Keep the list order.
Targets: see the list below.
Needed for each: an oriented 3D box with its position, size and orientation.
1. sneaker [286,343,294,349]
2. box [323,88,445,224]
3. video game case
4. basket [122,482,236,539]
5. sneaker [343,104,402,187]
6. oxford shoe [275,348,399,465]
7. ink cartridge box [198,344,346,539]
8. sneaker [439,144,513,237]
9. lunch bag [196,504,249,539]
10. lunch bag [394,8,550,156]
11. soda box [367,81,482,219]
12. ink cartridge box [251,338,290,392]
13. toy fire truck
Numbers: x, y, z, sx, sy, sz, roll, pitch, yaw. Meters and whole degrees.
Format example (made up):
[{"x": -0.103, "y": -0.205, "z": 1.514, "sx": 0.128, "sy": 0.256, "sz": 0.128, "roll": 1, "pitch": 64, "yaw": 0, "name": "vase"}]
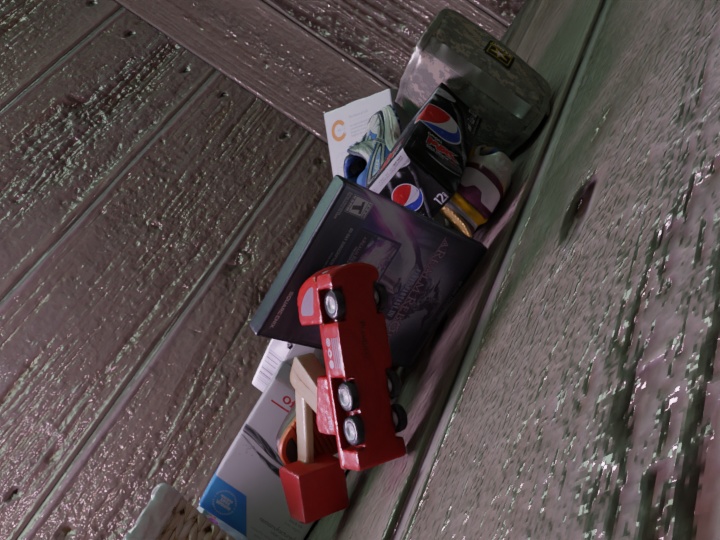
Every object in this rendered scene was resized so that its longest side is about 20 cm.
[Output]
[{"x": -0.044, "y": 0.028, "z": 0.831, "sx": 0.112, "sy": 0.075, "sz": 0.205, "roll": -9, "pitch": 76, "yaw": 39, "name": "sneaker"}, {"x": 0.035, "y": -0.137, "z": 1.002, "sx": 0.122, "sy": 0.206, "sz": 0.096, "roll": -10, "pitch": -2, "yaw": 37, "name": "box"}, {"x": 0.015, "y": 0.012, "z": 0.619, "sx": 0.145, "sy": 0.197, "sz": 0.019, "roll": -58, "pitch": 45, "yaw": 14, "name": "video game case"}, {"x": -0.186, "y": 0.346, "z": 0.633, "sx": 0.201, "sy": 0.159, "sz": 0.200, "roll": -57, "pitch": 2, "yaw": 43, "name": "basket"}, {"x": 0.016, "y": -0.139, "z": 0.848, "sx": 0.083, "sy": 0.079, "sz": 0.201, "roll": -15, "pitch": 28, "yaw": 2, "name": "sneaker"}, {"x": -0.025, "y": 0.112, "z": 0.695, "sx": 0.071, "sy": 0.072, "sz": 0.200, "roll": 4, "pitch": 36, "yaw": 40, "name": "oxford shoe"}, {"x": -0.068, "y": 0.181, "z": 0.739, "sx": 0.203, "sy": 0.114, "sz": 0.068, "roll": -59, "pitch": 2, "yaw": 7, "name": "ink cartridge box"}, {"x": 0.124, "y": -0.091, "z": 0.777, "sx": 0.090, "sy": 0.075, "sz": 0.200, "roll": -46, "pitch": 8, "yaw": 7, "name": "sneaker"}, {"x": -0.180, "y": 0.360, "z": 0.871, "sx": 0.173, "sy": 0.120, "sz": 0.200, "roll": -59, "pitch": 8, "yaw": 8, "name": "lunch bag"}, {"x": 0.134, "y": -0.215, "z": 0.841, "sx": 0.119, "sy": 0.162, "sz": 0.200, "roll": -54, "pitch": 2, "yaw": 3, "name": "lunch bag"}, {"x": 0.067, "y": -0.115, "z": 0.700, "sx": 0.071, "sy": 0.063, "sz": 0.201, "roll": -47, "pitch": 9, "yaw": 33, "name": "soda box"}, {"x": -0.069, "y": 0.064, "z": 1.053, "sx": 0.203, "sy": 0.040, "sz": 0.200, "roll": -63, "pitch": -12, "yaw": 24, "name": "ink cartridge box"}, {"x": -0.024, "y": 0.102, "z": 0.570, "sx": 0.048, "sy": 0.206, "sz": 0.140, "roll": -8, "pitch": -2, "yaw": -34, "name": "toy fire truck"}]
